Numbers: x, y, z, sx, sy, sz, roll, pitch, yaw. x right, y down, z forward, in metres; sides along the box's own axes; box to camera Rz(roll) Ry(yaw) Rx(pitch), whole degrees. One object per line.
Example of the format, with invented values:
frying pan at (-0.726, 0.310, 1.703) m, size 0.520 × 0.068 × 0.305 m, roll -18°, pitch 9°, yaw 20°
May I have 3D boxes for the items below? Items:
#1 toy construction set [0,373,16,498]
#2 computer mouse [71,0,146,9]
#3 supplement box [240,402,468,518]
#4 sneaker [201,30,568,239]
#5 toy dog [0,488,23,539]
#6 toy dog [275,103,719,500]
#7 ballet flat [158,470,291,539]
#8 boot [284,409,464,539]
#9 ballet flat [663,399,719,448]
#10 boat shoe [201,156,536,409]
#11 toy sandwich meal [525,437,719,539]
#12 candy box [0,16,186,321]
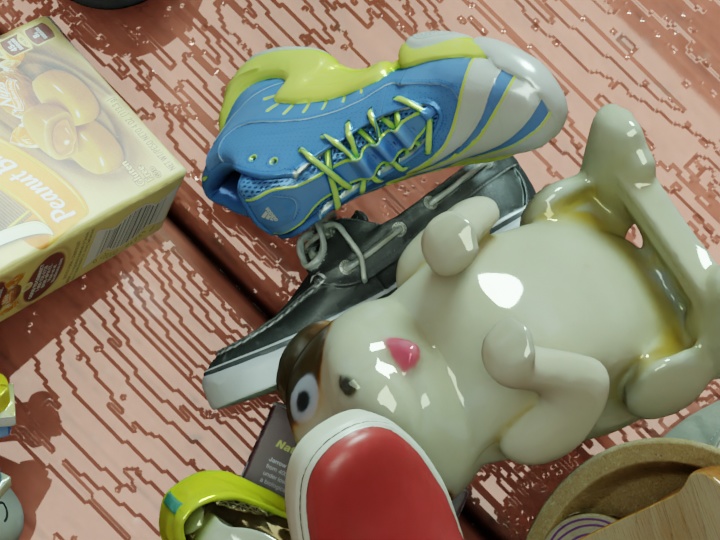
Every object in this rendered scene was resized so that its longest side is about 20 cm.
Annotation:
toy construction set at (-0.261, 0.046, 1.003) m, size 0.199 × 0.092 × 0.132 m, roll 14°, pitch 47°, yaw -12°
computer mouse at (-0.108, -0.219, 1.076) m, size 0.138 × 0.053 × 0.201 m, roll 20°, pitch 74°, yaw -1°
supplement box at (-0.035, 0.178, 1.026) m, size 0.108 × 0.061 × 0.201 m, roll 25°, pitch 85°, yaw 0°
sneaker at (0.004, -0.055, 0.999) m, size 0.076 × 0.199 × 0.105 m, roll 52°, pitch 54°, yaw -36°
toy dog at (-0.262, 0.169, 1.004) m, size 0.131 × 0.096 × 0.201 m, roll 32°, pitch 84°, yaw 2°
toy dog at (0.057, 0.037, 0.969) m, size 0.199 × 0.194 × 0.140 m, roll -25°, pitch 77°, yaw -18°
ballet flat at (-0.007, 0.159, 0.965) m, size 0.199 × 0.067 × 0.067 m, roll 31°, pitch 84°, yaw -2°
boot at (0.044, 0.158, 0.857) m, size 0.072 × 0.144 × 0.201 m, roll -31°, pitch 121°, yaw -15°
ballet flat at (0.235, 0.083, 1.040) m, size 0.199 × 0.064 × 0.068 m, roll -18°, pitch 85°, yaw -3°
boat shoe at (0.001, 0.000, 1.038) m, size 0.198 × 0.074 × 0.068 m, roll -29°, pitch 90°, yaw -4°
toy sandwich meal at (0.132, 0.166, 0.898) m, size 0.204 × 0.070 × 0.207 m, roll 1°, pitch 92°, yaw 42°
candy box at (-0.195, -0.034, 0.992) m, size 0.115 × 0.055 × 0.200 m, roll 46°, pitch 50°, yaw 14°
